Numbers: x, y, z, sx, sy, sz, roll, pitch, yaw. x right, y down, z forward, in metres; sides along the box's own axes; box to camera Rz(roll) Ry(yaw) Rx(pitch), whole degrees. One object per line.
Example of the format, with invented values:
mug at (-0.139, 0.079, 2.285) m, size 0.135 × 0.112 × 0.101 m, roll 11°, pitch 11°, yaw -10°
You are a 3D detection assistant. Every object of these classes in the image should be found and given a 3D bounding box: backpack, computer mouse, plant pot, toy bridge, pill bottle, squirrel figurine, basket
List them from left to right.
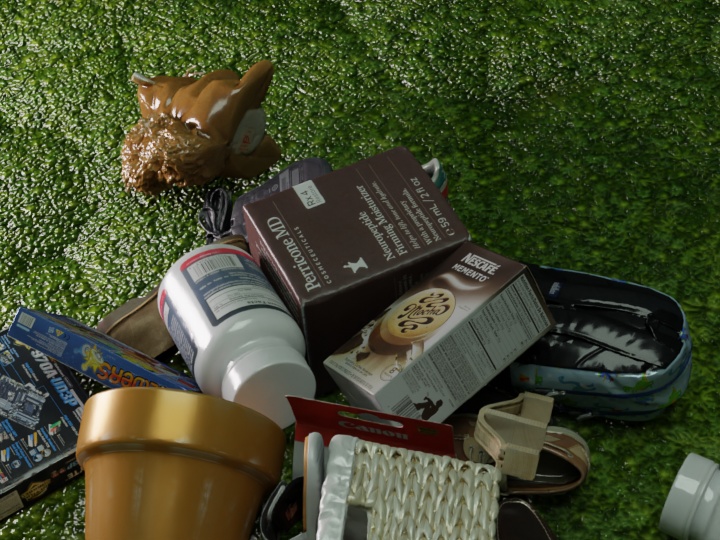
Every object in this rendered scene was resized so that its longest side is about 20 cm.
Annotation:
plant pot at (-0.182, 0.232, 1.272) m, size 0.199 × 0.200 × 0.184 m, roll 4°, pitch 65°, yaw 8°
squirrel figurine at (-0.222, -0.182, 1.661) m, size 0.186 × 0.142 × 0.200 m, roll 24°, pitch 52°, yaw 30°
pill bottle at (-0.125, 0.072, 1.378) m, size 0.119 × 0.120 × 0.200 m, roll -21°, pitch 41°, yaw -14°
computer mouse at (-0.102, -0.066, 1.573) m, size 0.200 × 0.053 × 0.139 m, roll -23°, pitch 46°, yaw 28°
basket at (0.037, 0.284, 1.194) m, size 0.160 × 0.200 × 0.199 m, roll 5°, pitch 50°, yaw 5°
toy bridge at (0.145, 0.151, 1.280) m, size 0.067 × 0.027 × 0.200 m, roll 13°, pitch 12°, yaw 9°
backpack at (0.249, 0.079, 1.409) m, size 0.199 × 0.154 × 0.163 m, roll -4°, pitch 41°, yaw 29°
pill bottle at (0.389, 0.249, 1.257) m, size 0.200 × 0.112 × 0.112 m, roll 23°, pitch 54°, yaw 21°

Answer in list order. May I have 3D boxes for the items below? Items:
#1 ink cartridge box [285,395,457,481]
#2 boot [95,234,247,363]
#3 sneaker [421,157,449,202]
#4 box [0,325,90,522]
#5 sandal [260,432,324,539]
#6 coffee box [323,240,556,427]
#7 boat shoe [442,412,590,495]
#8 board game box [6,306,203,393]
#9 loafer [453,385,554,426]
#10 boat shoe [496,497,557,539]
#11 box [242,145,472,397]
ink cartridge box at (0.013, 0.192, 1.272) m, size 0.162 × 0.200 × 0.050 m, roll 10°, pitch 63°, yaw 12°
boot at (-0.196, 0.040, 1.501) m, size 0.200 × 0.074 × 0.075 m, roll -39°, pitch 68°, yaw -6°
sneaker at (0.011, -0.086, 1.585) m, size 0.199 × 0.094 × 0.070 m, roll -13°, pitch 49°, yaw -7°
box at (-0.375, 0.156, 1.431) m, size 0.159 × 0.046 × 0.200 m, roll -30°, pitch 53°, yaw -21°
sandal at (-0.063, 0.221, 1.247) m, size 0.059 × 0.207 × 0.079 m, roll 3°, pitch 43°, yaw 2°
coffee box at (0.078, 0.071, 1.323) m, size 0.200 × 0.080 × 0.113 m, roll -39°, pitch 28°, yaw -15°
boat shoe at (0.132, 0.188, 1.337) m, size 0.199 × 0.076 × 0.072 m, roll -1°, pitch 13°, yaw 4°
board game box at (-0.252, 0.099, 1.396) m, size 0.200 × 0.135 × 0.035 m, roll 25°, pitch 88°, yaw 13°
loafer at (0.104, 0.145, 1.392) m, size 0.199 × 0.072 × 0.073 m, roll 7°, pitch 48°, yaw 8°
boat shoe at (0.169, 0.294, 1.261) m, size 0.070 × 0.070 × 0.200 m, roll -13°, pitch 48°, yaw -6°
box at (0.000, 0.000, 1.464) m, size 0.199 × 0.165 × 0.166 m, roll -22°, pitch 51°, yaw -15°
